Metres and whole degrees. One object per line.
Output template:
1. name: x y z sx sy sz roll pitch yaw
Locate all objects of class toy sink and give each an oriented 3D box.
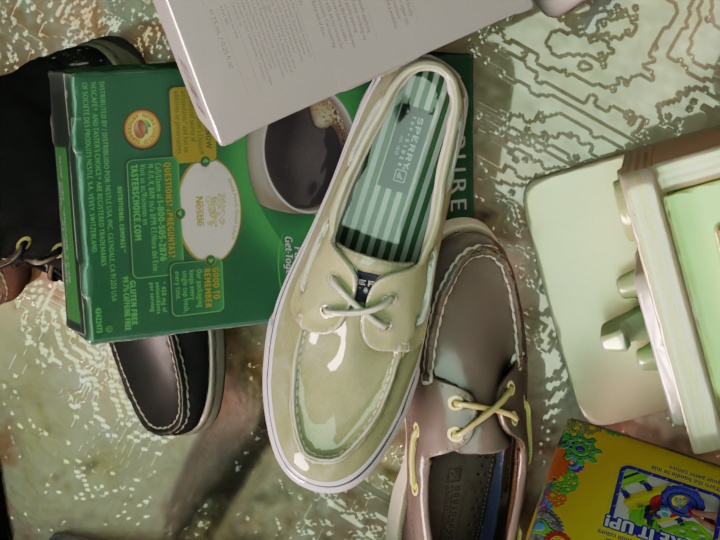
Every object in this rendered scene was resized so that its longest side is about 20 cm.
1. toy sink: 0.178 0.000 0.734 0.198 0.112 0.131 -14 96 13

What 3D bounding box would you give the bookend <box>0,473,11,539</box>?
1. bookend: -0.251 0.178 0.805 0.091 0.200 0.201 -5 100 11

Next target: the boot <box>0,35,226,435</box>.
1. boot: -0.151 -0.004 0.772 0.073 0.153 0.205 -11 94 41

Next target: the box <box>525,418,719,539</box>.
1. box: 0.107 0.213 0.707 0.121 0.193 0.201 17 132 7

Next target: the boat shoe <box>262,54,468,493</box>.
1. boat shoe: 0.000 0.000 0.710 0.071 0.062 0.202 13 91 2

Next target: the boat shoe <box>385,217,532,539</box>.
1. boat shoe: 0.051 0.076 0.775 0.071 0.060 0.202 -6 114 -23

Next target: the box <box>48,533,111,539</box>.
1. box: -0.086 0.220 0.823 0.198 0.115 0.133 5 101 10

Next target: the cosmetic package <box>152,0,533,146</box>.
1. cosmetic package: -0.028 -0.173 0.653 0.150 0.052 0.201 -23 116 -9

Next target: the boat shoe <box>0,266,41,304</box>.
1. boat shoe: -0.227 -0.059 0.792 0.070 0.070 0.201 -2 126 37

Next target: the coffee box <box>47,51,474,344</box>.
1. coffee box: -0.041 -0.038 0.755 0.198 0.044 0.124 -7 101 -23

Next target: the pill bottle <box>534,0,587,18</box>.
1. pill bottle: 0.079 -0.224 0.715 0.110 0.111 0.201 -31 93 14
